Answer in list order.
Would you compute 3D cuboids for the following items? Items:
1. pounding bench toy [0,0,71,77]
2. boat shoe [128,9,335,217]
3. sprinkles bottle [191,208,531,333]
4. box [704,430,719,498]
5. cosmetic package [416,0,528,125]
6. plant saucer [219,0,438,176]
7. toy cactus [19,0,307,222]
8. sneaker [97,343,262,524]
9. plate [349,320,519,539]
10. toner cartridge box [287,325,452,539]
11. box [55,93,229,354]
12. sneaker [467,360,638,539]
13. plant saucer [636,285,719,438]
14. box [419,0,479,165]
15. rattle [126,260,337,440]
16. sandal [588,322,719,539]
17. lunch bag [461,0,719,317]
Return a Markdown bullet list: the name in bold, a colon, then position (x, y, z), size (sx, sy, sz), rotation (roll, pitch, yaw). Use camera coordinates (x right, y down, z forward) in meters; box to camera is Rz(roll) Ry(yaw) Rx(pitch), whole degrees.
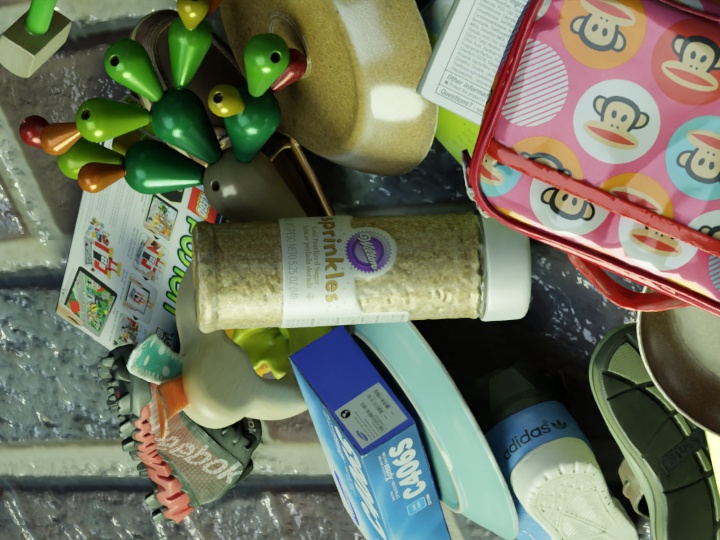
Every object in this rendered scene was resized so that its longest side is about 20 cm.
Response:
- **pounding bench toy**: position (-0.225, -0.226, 1.501), size (0.200, 0.124, 0.156), rotation (45, 139, -20)
- **boat shoe**: position (-0.071, -0.082, 1.527), size (0.200, 0.072, 0.068), rotation (57, 156, -20)
- **sprinkles bottle**: position (0.000, 0.000, 1.440), size (0.199, 0.068, 0.068), rotation (-3, 128, -6)
- **box**: position (0.247, 0.103, 1.433), size (0.075, 0.050, 0.200), rotation (-6, 118, 18)
- **cosmetic package**: position (0.117, -0.166, 1.269), size (0.103, 0.073, 0.200), rotation (27, 113, 6)
- **plant saucer**: position (-0.030, -0.141, 1.438), size (0.200, 0.035, 0.201), rotation (41, 147, 35)
- **toy cactus**: position (-0.097, -0.082, 1.456), size (0.200, 0.102, 0.165), rotation (-29, 118, 30)
- **sneaker**: position (-0.122, 0.103, 1.681), size (0.201, 0.098, 0.071), rotation (74, 174, -56)
- **plate**: position (0.037, 0.091, 1.539), size (0.200, 0.026, 0.200), rotation (55, 169, 16)
- **toner cartridge box**: position (0.011, 0.129, 1.580), size (0.095, 0.043, 0.200), rotation (54, 169, 35)
- **box**: position (-0.145, -0.016, 1.670), size (0.110, 0.035, 0.200), rotation (33, 136, 13)
- **sneaker**: position (0.118, 0.131, 1.558), size (0.111, 0.077, 0.200), rotation (63, 180, 34)
- **plant saucer**: position (0.252, 0.021, 1.321), size (0.199, 0.032, 0.201), rotation (4, 130, 4)
- **box**: position (0.105, -0.133, 1.379), size (0.122, 0.048, 0.200), rotation (47, 138, -2)
- **rattle**: position (-0.115, 0.061, 1.583), size (0.143, 0.200, 0.130), rotation (-3, 119, 39)
- **sandal**: position (0.193, 0.117, 1.495), size (0.057, 0.080, 0.201), rotation (22, 138, 62)
- **lunch bag**: position (0.159, -0.060, 1.220), size (0.199, 0.082, 0.177), rotation (22, 115, 2)
